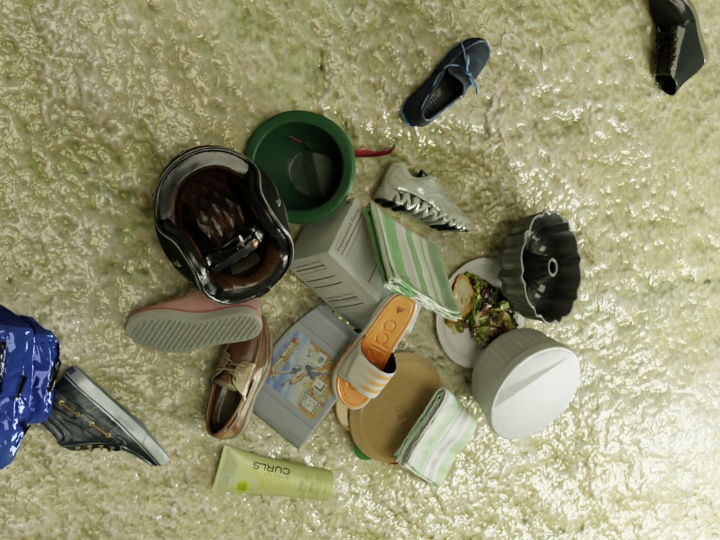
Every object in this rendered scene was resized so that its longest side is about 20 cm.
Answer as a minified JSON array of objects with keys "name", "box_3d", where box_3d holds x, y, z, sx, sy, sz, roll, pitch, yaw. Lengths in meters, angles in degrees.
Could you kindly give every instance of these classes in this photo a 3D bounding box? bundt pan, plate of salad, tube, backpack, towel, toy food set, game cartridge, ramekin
[{"name":"bundt pan","box_3d":[0.313,-0.005,1.533,0.200,0.075,0.206,2,87,-46]},{"name":"plate of salad","box_3d":[0.223,0.079,1.536,0.197,0.048,0.204,-5,101,-29]},{"name":"tube","box_3d":[-0.138,0.335,1.383,0.197,0.052,0.059,16,51,-26]},{"name":"backpack","box_3d":[-0.480,0.153,1.092,0.166,0.162,0.203,10,93,-33]},{"name":"towel","box_3d":[0.140,0.297,1.492,0.150,0.031,0.200,-55,145,-8]},{"name":"towel","box_3d":[0.081,-0.012,1.312,0.023,0.154,0.199,-32,145,25]},{"name":"toy food set","box_3d":[0.059,0.238,1.473,0.199,0.048,0.200,-36,115,-19]},{"name":"game cartridge","box_3d":[-0.087,0.161,1.346,0.133,0.042,0.201,37,90,-5]},{"name":"ramekin","box_3d":[0.289,0.195,1.539,0.200,0.094,0.205,-16,128,-22]}]

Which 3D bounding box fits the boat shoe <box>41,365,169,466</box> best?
[{"name":"boat shoe","box_3d":[-0.369,0.233,1.225,0.091,0.071,0.201,-46,110,-12]}]

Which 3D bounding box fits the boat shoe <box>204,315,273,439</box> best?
[{"name":"boat shoe","box_3d":[-0.185,0.161,1.294,0.072,0.075,0.203,5,97,-70]}]

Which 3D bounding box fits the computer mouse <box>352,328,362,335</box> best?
[{"name":"computer mouse","box_3d":[-0.065,0.169,1.380,0.200,0.034,0.059,-42,91,1]}]

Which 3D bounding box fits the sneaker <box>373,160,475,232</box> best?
[{"name":"sneaker","box_3d":[0.118,-0.119,1.431,0.198,0.075,0.082,22,80,-31]}]

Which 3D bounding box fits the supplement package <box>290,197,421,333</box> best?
[{"name":"supplement package","box_3d":[0.000,0.000,1.344,0.200,0.109,0.115,45,55,-27]}]

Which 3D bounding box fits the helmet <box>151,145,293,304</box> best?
[{"name":"helmet","box_3d":[-0.195,-0.071,1.194,0.198,0.192,0.201,-24,147,-17]}]

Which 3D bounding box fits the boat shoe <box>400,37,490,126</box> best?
[{"name":"boat shoe","box_3d":[0.155,-0.304,1.415,0.084,0.068,0.201,44,77,-28]}]

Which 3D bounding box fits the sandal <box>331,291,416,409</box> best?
[{"name":"sandal","box_3d":[0.024,0.126,1.288,0.078,0.059,0.209,22,106,-22]}]

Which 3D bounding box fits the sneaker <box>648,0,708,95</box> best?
[{"name":"sneaker","box_3d":[0.589,-0.437,1.629,0.106,0.074,0.200,-49,119,-15]}]

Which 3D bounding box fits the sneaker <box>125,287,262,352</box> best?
[{"name":"sneaker","box_3d":[-0.241,0.057,1.266,0.197,0.106,0.076,-6,132,1]}]

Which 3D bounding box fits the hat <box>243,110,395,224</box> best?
[{"name":"hat","box_3d":[-0.068,-0.153,1.349,0.197,0.176,0.168,16,94,8]}]
